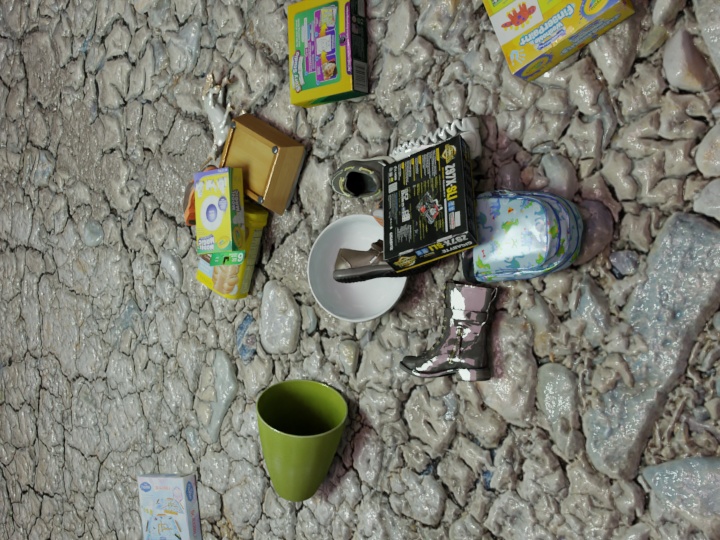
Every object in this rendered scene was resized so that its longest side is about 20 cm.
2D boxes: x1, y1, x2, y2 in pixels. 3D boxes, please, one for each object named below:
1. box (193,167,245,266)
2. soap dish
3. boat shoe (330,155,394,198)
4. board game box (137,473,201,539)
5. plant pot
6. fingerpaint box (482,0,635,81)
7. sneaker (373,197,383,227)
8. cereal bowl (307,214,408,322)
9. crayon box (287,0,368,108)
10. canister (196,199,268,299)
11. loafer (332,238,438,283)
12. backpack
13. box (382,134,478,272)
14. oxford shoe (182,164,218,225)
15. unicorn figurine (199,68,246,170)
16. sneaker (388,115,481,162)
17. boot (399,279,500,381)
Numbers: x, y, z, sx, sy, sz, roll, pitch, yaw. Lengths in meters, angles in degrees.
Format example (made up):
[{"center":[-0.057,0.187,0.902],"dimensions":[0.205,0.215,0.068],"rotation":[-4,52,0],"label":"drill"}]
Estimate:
[{"center":[-0.303,-0.112,1.629],"dimensions":[0.115,0.048,0.205],"rotation":[-4,91,38],"label":"box"},{"center":[-0.220,-0.234,1.647],"dimensions":[0.198,0.080,0.160],"rotation":[33,111,32],"label":"soap dish"},{"center":[-0.006,-0.174,1.456],"dimensions":[0.200,0.060,0.073],"rotation":[-5,116,56],"label":"boat shoe"},{"center":[-0.481,0.618,1.914],"dimensions":[0.197,0.041,0.205],"rotation":[-10,86,39],"label":"board game box"},{"center":[-0.125,0.361,1.550],"dimensions":[0.185,0.185,0.204],"rotation":[26,122,35],"label":"plant pot"},{"center":[0.310,-0.434,1.217],"dimensions":[0.198,0.073,0.170],"rotation":[-30,72,36],"label":"fingerpaint box"},{"center":[0.120,-0.114,1.360],"dimensions":[0.197,0.078,0.113],"rotation":[24,75,32],"label":"sneaker"},{"center":[0.000,0.000,1.455],"dimensions":[0.195,0.083,0.206],"rotation":[-1,82,9],"label":"cereal bowl"},{"center":[-0.068,-0.445,1.531],"dimensions":[0.170,0.058,0.206],"rotation":[-1,91,40],"label":"crayon box"},{"center":[-0.293,-0.055,1.710],"dimensions":[0.147,0.086,0.204],"rotation":[27,109,34],"label":"canister"},{"center":[0.043,-0.025,1.373],"dimensions":[0.195,0.073,0.073],"rotation":[-6,78,5],"label":"loafer"},{"center":[0.262,-0.058,1.241],"dimensions":[0.196,0.153,0.168],"rotation":[3,87,26],"label":"backpack"},{"center":[0.114,-0.113,1.279],"dimensions":[0.157,0.049,0.204],"rotation":[-18,54,26],"label":"box"},{"center":[-0.376,-0.189,1.759],"dimensions":[0.200,0.070,0.074],"rotation":[-50,57,46],"label":"oxford shoe"},{"center":[-0.321,-0.346,1.739],"dimensions":[0.137,0.073,0.204],"rotation":[-41,53,42],"label":"unicorn figurine"},{"center":[0.132,-0.209,1.375],"dimensions":[0.197,0.075,0.083],"rotation":[-18,90,38],"label":"sneaker"},{"center":[0.160,0.105,1.370],"dimensions":[0.196,0.069,0.179],"rotation":[-1,89,31],"label":"boot"}]
